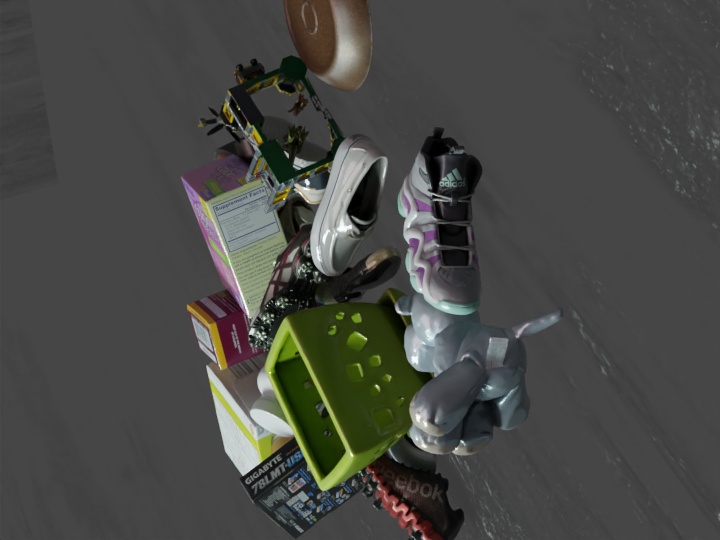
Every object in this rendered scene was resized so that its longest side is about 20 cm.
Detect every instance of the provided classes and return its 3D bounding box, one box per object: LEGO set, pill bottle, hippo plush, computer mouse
[{"bbox_3d":[-0.105,-0.173,1.224,0.200,0.154,0.116,52,155,5],"label":"LEGO set"},{"bbox_3d":[-0.086,0.142,1.360,0.104,0.200,0.104,21,150,13],"label":"pill bottle"},{"bbox_3d":[0.092,0.090,0.994,0.161,0.159,0.201,50,150,37],"label":"hippo plush"},{"bbox_3d":[0.044,0.226,1.355,0.200,0.044,0.110,51,149,38],"label":"computer mouse"}]

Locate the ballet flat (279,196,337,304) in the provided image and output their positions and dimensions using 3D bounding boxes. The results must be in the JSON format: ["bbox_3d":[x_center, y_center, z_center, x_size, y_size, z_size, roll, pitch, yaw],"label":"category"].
[{"bbox_3d":[-0.068,-0.030,1.374,0.200,0.067,0.062,56,141,28],"label":"ballet flat"}]

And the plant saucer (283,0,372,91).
[{"bbox_3d":[-0.050,-0.317,1.138,0.200,0.037,0.201,47,149,41],"label":"plant saucer"}]

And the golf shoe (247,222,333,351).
[{"bbox_3d":[-0.100,0.024,1.325,0.200,0.077,0.088,-56,35,8],"label":"golf shoe"}]

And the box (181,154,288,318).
[{"bbox_3d":[-0.184,-0.056,1.424,0.176,0.096,0.201,40,149,61],"label":"box"}]

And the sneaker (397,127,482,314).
[{"bbox_3d":[0.090,-0.065,0.943,0.140,0.077,0.201,106,155,-46],"label":"sneaker"}]

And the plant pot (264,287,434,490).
[{"bbox_3d":[0.003,0.149,1.211,0.200,0.181,0.200,62,155,16],"label":"plant pot"}]

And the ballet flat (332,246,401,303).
[{"bbox_3d":[0.000,0.000,1.245,0.200,0.066,0.057,144,115,-65],"label":"ballet flat"}]

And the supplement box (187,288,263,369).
[{"bbox_3d":[-0.165,0.072,1.494,0.110,0.199,0.086,29,135,57],"label":"supplement box"}]

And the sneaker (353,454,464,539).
[{"bbox_3d":[0.067,0.306,1.286,0.200,0.098,0.071,45,157,15],"label":"sneaker"}]

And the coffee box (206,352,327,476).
[{"bbox_3d":[-0.113,0.243,1.518,0.200,0.199,0.199,37,142,50],"label":"coffee box"}]

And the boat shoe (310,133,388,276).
[{"bbox_3d":[-0.008,-0.072,1.177,0.066,0.072,0.201,41,123,40],"label":"boat shoe"}]

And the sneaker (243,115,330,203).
[{"bbox_3d":[-0.113,-0.162,1.345,0.200,0.078,0.080,42,138,46],"label":"sneaker"}]

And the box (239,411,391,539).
[{"bbox_3d":[-0.059,0.301,1.374,0.050,0.198,0.200,48,172,34],"label":"box"}]

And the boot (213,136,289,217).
[{"bbox_3d":[-0.162,-0.127,1.536,0.188,0.068,0.201,-2,114,58],"label":"boot"}]
